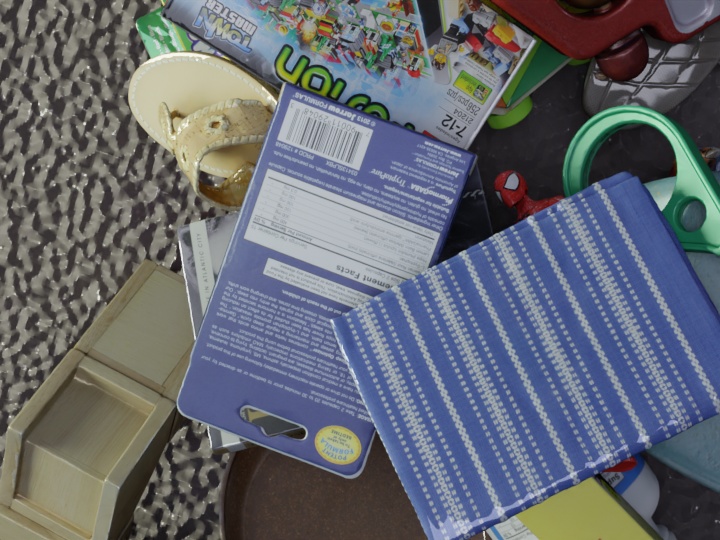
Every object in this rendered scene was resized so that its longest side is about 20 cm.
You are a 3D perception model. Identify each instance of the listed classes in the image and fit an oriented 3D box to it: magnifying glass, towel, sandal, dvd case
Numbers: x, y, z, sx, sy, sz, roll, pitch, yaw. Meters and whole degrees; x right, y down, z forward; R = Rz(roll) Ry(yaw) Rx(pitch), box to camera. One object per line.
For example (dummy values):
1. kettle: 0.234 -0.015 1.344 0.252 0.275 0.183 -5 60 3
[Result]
1. magnifying glass: 0.194 -0.026 0.808 0.200 0.022 0.080 39 107 38
2. towel: 0.098 0.046 0.786 0.198 0.024 0.146 -25 69 -4
3. sandal: -0.072 -0.069 0.878 0.210 0.070 0.078 28 122 16
4. dvd case: -0.009 0.019 0.895 0.197 0.016 0.151 -13 70 5

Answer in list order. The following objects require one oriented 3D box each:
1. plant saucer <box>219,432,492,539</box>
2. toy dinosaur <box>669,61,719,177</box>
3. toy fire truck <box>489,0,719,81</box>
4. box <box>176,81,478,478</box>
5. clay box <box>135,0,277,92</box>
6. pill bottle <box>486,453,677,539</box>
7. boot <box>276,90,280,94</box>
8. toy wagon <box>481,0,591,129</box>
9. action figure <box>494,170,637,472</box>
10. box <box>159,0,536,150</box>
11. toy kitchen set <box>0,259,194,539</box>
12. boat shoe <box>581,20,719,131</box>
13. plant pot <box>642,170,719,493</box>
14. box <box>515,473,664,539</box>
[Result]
1. plant saucer: -0.004 0.168 0.940 0.198 0.037 0.203 11 64 -23
2. toy dinosaur: 0.296 -0.073 0.921 0.180 0.105 0.201 -33 95 14
3. toy fire truck: 0.163 -0.206 0.848 0.199 0.112 0.169 -33 113 -5
4. box: -0.022 0.007 0.842 0.120 0.032 0.203 20 93 -2
5. clay box: -0.046 -0.166 0.964 0.198 0.048 0.116 -27 89 3
6. pill bottle: 0.122 0.132 0.932 0.112 0.112 0.201 -36 90 4
7. boot: -0.012 -0.216 0.906 0.142 0.072 0.203 -10 89 -1
8. toy wagon: 0.107 -0.195 0.921 0.199 0.040 0.156 -39 118 -9
9. action figure: 0.122 0.018 0.851 0.066 0.051 0.202 -48 46 33
10. box: -0.007 -0.146 0.857 0.198 0.035 0.111 30 101 -13
11. toy kitchen set: -0.133 0.149 0.971 0.162 0.181 0.201 27 133 6
12. boat shoe: 0.209 -0.175 0.934 0.074 0.073 0.201 35 88 -1
13. plant pot: 0.242 0.036 0.886 0.198 0.195 0.199 18 94 25
14. box: 0.134 0.149 0.836 0.050 0.075 0.200 -43 100 5
